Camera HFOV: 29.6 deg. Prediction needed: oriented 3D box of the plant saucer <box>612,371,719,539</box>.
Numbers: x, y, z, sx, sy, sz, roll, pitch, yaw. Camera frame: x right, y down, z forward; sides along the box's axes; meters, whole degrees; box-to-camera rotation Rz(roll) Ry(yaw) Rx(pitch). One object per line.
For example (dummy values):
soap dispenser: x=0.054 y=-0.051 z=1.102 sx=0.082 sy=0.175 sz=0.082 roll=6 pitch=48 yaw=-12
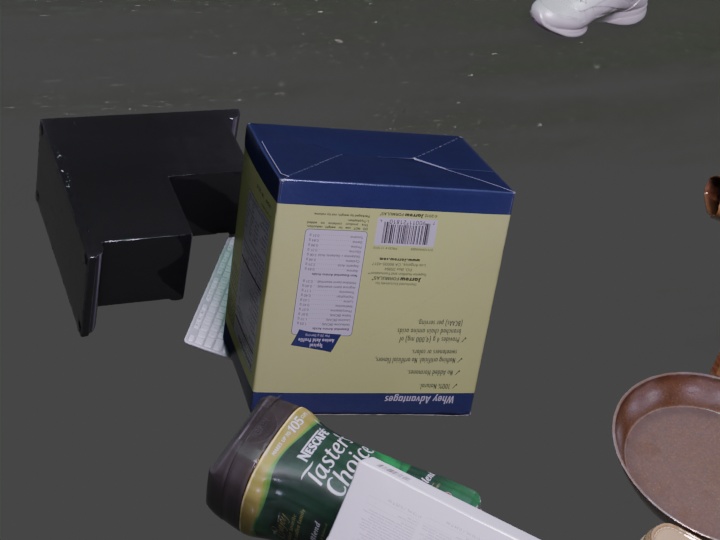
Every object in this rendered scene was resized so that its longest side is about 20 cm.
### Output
plant saucer: x=0.309 y=0.170 z=1.176 sx=0.197 sy=0.035 sz=0.202 roll=8 pitch=38 yaw=-6

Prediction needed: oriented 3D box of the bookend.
bookend: x=-0.181 y=-0.051 z=1.253 sx=0.197 sy=0.093 sz=0.200 roll=-7 pitch=43 yaw=-24

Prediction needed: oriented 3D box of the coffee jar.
coffee jar: x=-0.015 y=0.176 z=1.031 sx=0.198 sy=0.086 sz=0.105 roll=24 pitch=44 yaw=13

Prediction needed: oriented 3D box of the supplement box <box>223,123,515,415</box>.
supplement box: x=0.000 y=0.000 z=1.131 sx=0.197 sy=0.203 sz=0.135 roll=2 pitch=24 yaw=-17

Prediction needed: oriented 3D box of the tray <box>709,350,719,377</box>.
tray: x=0.421 y=0.060 z=1.341 sx=0.098 sy=0.037 sz=0.200 roll=27 pitch=42 yaw=16

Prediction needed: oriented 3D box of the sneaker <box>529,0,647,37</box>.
sneaker: x=0.300 y=-0.363 z=1.767 sx=0.198 sy=0.101 sz=0.075 roll=-19 pitch=50 yaw=-32

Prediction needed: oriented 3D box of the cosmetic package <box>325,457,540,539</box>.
cosmetic package: x=0.061 y=0.240 z=0.929 sx=0.198 sy=0.153 sz=0.052 roll=25 pitch=1 yaw=14

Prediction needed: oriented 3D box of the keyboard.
keyboard: x=-0.111 y=0.011 z=1.264 sx=0.055 sy=0.011 sz=0.201 roll=15 pitch=39 yaw=1

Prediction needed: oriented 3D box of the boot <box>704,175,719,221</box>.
boot: x=0.448 y=-0.053 z=1.417 sx=0.153 sy=0.078 sz=0.200 roll=17 pitch=19 yaw=-5

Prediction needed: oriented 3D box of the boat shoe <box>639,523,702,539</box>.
boat shoe: x=0.301 y=0.255 z=1.042 sx=0.073 sy=0.070 sz=0.199 roll=-26 pitch=53 yaw=-39
